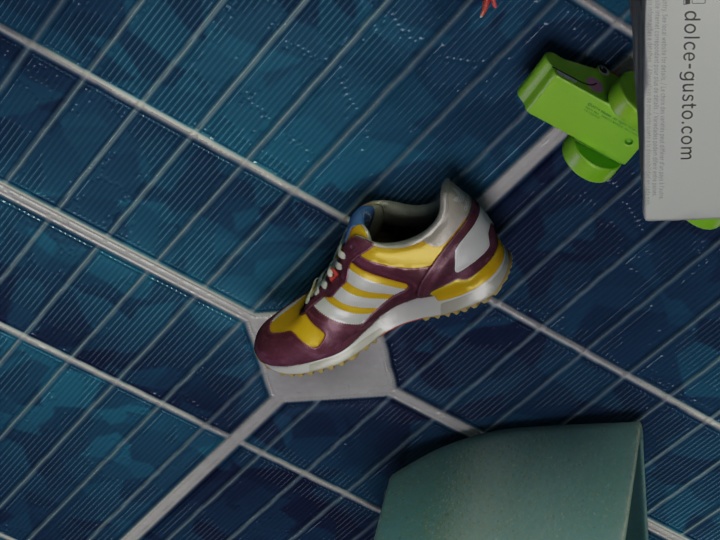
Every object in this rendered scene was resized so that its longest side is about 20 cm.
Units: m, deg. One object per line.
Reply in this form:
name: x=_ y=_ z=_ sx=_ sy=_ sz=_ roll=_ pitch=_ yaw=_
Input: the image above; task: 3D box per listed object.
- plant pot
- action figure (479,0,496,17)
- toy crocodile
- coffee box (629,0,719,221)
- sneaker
plant pot: x=0.110 y=0.241 z=1.373 sx=0.198 sy=0.197 sz=0.197 roll=4 pitch=137 yaw=14
action figure: x=0.103 y=-0.215 z=0.968 sx=0.065 sy=0.100 sz=0.201 roll=5 pitch=138 yaw=3
toy crocodile: x=0.192 y=-0.083 z=1.123 sx=0.199 sy=0.062 sz=0.068 roll=23 pitch=134 yaw=-10
coffee box: x=0.240 y=-0.168 z=0.922 sx=0.196 sy=0.201 sz=0.201 roll=-1 pitch=136 yaw=7
sneaker: x=0.000 y=0.000 z=1.223 sx=0.199 sy=0.075 sz=0.090 roll=-25 pitch=120 yaw=20
